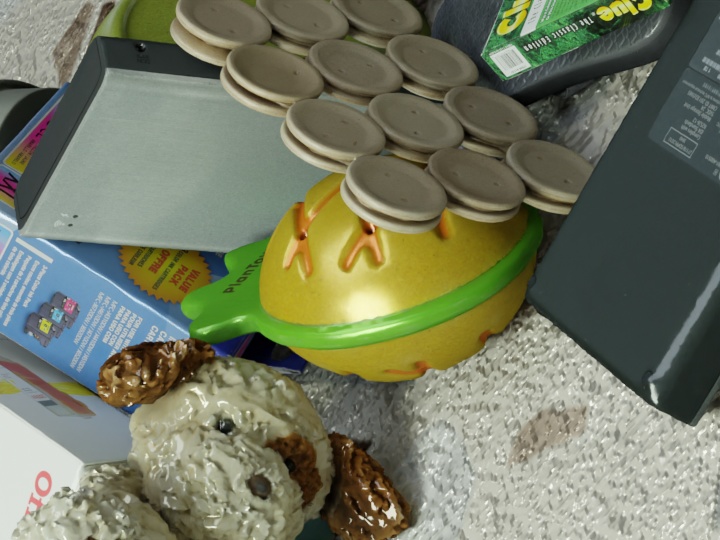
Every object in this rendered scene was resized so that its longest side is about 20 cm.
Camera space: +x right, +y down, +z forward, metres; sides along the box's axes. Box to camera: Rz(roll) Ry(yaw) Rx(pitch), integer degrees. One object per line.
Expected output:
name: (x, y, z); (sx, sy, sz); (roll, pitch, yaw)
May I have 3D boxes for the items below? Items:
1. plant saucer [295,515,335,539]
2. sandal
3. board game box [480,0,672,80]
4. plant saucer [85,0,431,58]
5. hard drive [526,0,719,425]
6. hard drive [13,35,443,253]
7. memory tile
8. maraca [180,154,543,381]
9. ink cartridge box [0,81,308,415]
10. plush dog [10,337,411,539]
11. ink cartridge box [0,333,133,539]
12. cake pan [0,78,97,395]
plant saucer: (-0.087, 0.173, 1.505); (0.200, 0.036, 0.201); (-39, 37, 38)
sandal: (0.104, -0.117, 1.426); (0.200, 0.043, 0.077); (-3, 74, 53)
board game box: (0.128, -0.181, 1.380); (0.104, 0.023, 0.200); (-20, 34, 38)
plant saucer: (-0.060, -0.132, 1.566); (0.200, 0.199, 0.031); (-111, 10, -53)
hard drive: (0.159, -0.045, 1.262); (0.201, 0.033, 0.140); (-60, 29, 7)
hard drive: (-0.064, -0.060, 1.451); (0.140, 0.199, 0.033); (-55, 39, 46)
memory tile: (0.010, -0.082, 1.376); (0.200, 0.153, 0.017); (46, 129, 36)
maraca: (0.000, 0.000, 1.400); (0.199, 0.107, 0.137); (-5, 26, 36)
ink cartridge box: (-0.117, 0.003, 1.532); (0.076, 0.200, 0.137); (-56, 1, 36)
plush dog: (-0.077, 0.127, 1.383); (0.172, 0.200, 0.160); (-61, 20, -12)
ink cartridge box: (-0.203, 0.123, 1.509); (0.200, 0.083, 0.146); (31, 110, 36)
cake pan: (-0.176, -0.020, 1.653); (0.037, 0.200, 0.201); (-16, 52, 31)
